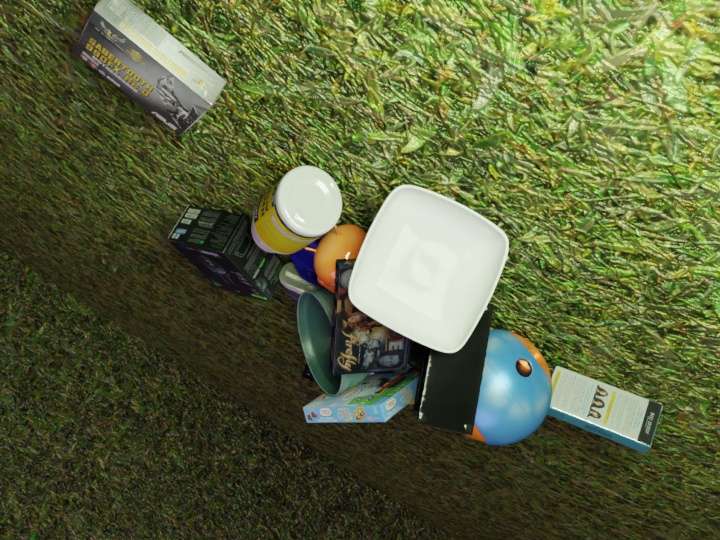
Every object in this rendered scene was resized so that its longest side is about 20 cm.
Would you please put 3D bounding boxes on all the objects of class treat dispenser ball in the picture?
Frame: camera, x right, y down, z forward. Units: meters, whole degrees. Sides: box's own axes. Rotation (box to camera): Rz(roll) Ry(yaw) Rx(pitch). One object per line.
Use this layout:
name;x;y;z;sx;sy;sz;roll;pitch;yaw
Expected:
treat dispenser ball;0.243;0.209;1.324;0.198;0.203;0.202;23;158;10

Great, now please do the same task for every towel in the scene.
towel;-0.085;-0.024;1.409;0.145;0.050;0.201;18;156;22

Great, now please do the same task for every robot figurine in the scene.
robot figurine;0.001;-0.001;1.274;0.199;0.118;0.143;38;172;-27

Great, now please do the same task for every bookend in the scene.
bookend;0.128;0.152;1.208;0.090;0.203;0.200;13;170;-8

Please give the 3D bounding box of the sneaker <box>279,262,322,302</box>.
sneaker;-0.080;0.057;1.552;0.198;0.075;0.085;33;158;14

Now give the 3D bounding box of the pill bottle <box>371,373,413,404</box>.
pill bottle;0.071;0.235;1.614;0.108;0.112;0.198;7;176;41

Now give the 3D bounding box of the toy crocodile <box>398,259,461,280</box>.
toy crocodile;0.114;-0.003;1.160;0.196;0.068;0.062;15;143;0

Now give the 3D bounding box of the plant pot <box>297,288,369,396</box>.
plant pot;-0.023;0.122;1.414;0.200;0.132;0.204;44;141;50

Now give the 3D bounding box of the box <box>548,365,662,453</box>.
box;0.438;0.252;1.350;0.197;0.083;0.049;20;159;20

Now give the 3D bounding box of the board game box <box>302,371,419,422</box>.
board game box;0.010;0.237;1.383;0.197;0.150;0.037;-12;99;41

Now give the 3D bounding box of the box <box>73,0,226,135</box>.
box;-0.311;-0.298;1.085;0.199;0.049;0.157;38;156;-23

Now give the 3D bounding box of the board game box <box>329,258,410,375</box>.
board game box;0.020;0.077;1.232;0.132;0.035;0.204;-3;117;-13

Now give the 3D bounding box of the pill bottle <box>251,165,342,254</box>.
pill bottle;-0.115;-0.090;1.220;0.110;0.113;0.199;33;157;-15

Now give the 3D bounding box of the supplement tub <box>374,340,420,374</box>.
supplement tub;0.108;0.157;1.453;0.121;0.124;0.200;30;147;-6

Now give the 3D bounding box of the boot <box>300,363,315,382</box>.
boot;-0.098;0.199;1.792;0.069;0.133;0.201;23;157;12

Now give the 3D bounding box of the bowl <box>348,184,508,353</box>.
bowl;0.097;-0.005;1.077;0.197;0.203;0.075;26;-176;3

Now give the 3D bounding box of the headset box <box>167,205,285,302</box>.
headset box;-0.273;-0.032;1.554;0.171;0.094;0.201;13;154;34
